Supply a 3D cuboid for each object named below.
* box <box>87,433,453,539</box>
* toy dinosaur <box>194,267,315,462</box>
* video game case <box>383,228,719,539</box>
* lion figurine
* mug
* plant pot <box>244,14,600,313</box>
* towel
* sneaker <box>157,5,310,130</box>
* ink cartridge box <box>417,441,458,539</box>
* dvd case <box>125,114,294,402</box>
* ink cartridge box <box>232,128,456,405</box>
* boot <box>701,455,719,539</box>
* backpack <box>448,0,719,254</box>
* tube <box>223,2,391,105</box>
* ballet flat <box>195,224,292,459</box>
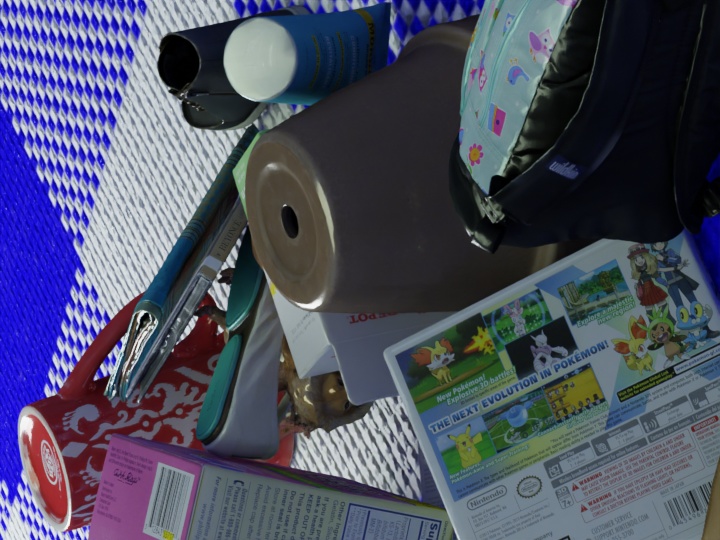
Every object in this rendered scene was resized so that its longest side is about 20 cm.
[{"bbox_3d":[-0.066,0.187,1.535,0.176,0.199,0.097,7,83,64],"label":"box"},{"bbox_3d":[-0.053,0.061,1.686,0.136,0.086,0.200,50,129,19],"label":"toy dinosaur"},{"bbox_3d":[0.132,0.087,1.267,0.199,0.022,0.183,-27,75,19],"label":"video game case"},{"bbox_3d":[-0.034,0.010,1.549,0.201,0.122,0.072,60,144,5],"label":"lion figurine"},{"bbox_3d":[-0.181,0.117,1.817,0.133,0.199,0.178,-39,71,62],"label":"mug"},{"bbox_3d":[0.029,-0.046,1.358,0.200,0.174,0.201,35,133,49],"label":"plant pot"},{"bbox_3d":[-0.136,-0.004,1.710,0.022,0.200,0.147,28,144,0],"label":"towel"},{"bbox_3d":[-0.119,-0.151,1.651,0.200,0.106,0.075,-28,75,60],"label":"sneaker"},{"bbox_3d":[0.093,0.128,1.503,0.162,0.050,0.201,156,115,-63],"label":"ink cartridge box"},{"bbox_3d":[-0.108,-0.010,1.624,0.016,0.200,0.149,30,132,-4],"label":"dvd case"},{"bbox_3d":[0.000,0.000,1.488,0.067,0.117,0.201,-47,57,58],"label":"ink cartridge box"},{"bbox_3d":[0.252,0.198,1.184,0.174,0.066,0.201,22,112,15],"label":"boot"},{"bbox_3d":[0.131,-0.117,1.162,0.127,0.166,0.201,54,141,42],"label":"backpack"},{"bbox_3d":[-0.023,-0.136,1.407,0.050,0.200,0.078,13,100,21],"label":"tube"},{"bbox_3d":[-0.068,0.049,1.580,0.069,0.069,0.201,129,156,-58],"label":"ballet flat"}]
